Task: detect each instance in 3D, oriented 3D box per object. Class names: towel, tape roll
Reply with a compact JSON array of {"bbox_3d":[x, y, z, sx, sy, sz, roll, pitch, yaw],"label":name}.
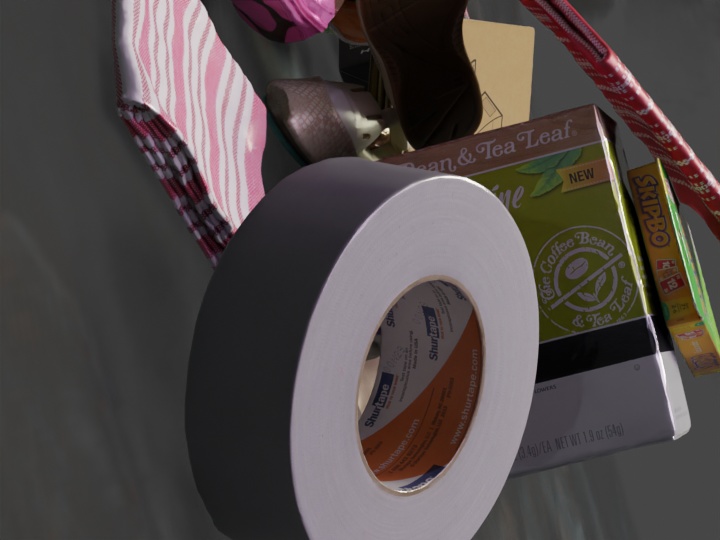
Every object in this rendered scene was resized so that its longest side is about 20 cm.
[{"bbox_3d":[-0.082,-0.087,1.356,0.200,0.030,0.147,61,18,-53],"label":"towel"},{"bbox_3d":[0.171,-0.082,1.570,0.200,0.022,0.145,47,5,-31],"label":"towel"},{"bbox_3d":[0.004,0.049,1.267,0.200,0.066,0.201,-21,116,-49],"label":"tape roll"}]

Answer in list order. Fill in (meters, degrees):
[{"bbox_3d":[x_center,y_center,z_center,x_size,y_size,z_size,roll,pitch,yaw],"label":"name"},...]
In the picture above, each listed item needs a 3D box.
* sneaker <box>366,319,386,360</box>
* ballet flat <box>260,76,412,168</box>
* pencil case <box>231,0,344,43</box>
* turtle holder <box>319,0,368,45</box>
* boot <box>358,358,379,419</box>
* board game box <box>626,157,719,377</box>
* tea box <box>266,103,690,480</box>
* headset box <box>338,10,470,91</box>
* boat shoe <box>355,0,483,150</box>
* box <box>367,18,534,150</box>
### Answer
[{"bbox_3d":[0.000,0.000,1.348,0.200,0.080,0.084,-14,125,-61],"label":"sneaker"},{"bbox_3d":[-0.010,-0.088,1.630,0.068,0.062,0.200,61,6,14],"label":"ballet flat"},{"bbox_3d":[-0.059,-0.189,1.457,0.094,0.091,0.200,47,2,19],"label":"pencil case"},{"bbox_3d":[-0.002,-0.234,1.669,0.132,0.140,0.187,3,84,-57],"label":"turtle holder"},{"bbox_3d":[-0.013,0.070,1.411,0.146,0.070,0.201,27,50,-73],"label":"boot"},{"bbox_3d":[0.188,0.001,1.578,0.200,0.030,0.096,52,24,-75],"label":"board game box"},{"bbox_3d":[0.072,0.024,1.550,0.134,0.199,0.198,10,65,-79],"label":"tea box"},{"bbox_3d":[0.039,-0.160,1.944,0.201,0.075,0.149,-91,164,-48],"label":"headset box"},{"bbox_3d":[0.029,-0.160,1.586,0.200,0.072,0.065,75,-10,-45],"label":"boat shoe"},{"bbox_3d":[0.061,-0.091,1.823,0.200,0.021,0.164,-3,98,-60],"label":"box"}]
